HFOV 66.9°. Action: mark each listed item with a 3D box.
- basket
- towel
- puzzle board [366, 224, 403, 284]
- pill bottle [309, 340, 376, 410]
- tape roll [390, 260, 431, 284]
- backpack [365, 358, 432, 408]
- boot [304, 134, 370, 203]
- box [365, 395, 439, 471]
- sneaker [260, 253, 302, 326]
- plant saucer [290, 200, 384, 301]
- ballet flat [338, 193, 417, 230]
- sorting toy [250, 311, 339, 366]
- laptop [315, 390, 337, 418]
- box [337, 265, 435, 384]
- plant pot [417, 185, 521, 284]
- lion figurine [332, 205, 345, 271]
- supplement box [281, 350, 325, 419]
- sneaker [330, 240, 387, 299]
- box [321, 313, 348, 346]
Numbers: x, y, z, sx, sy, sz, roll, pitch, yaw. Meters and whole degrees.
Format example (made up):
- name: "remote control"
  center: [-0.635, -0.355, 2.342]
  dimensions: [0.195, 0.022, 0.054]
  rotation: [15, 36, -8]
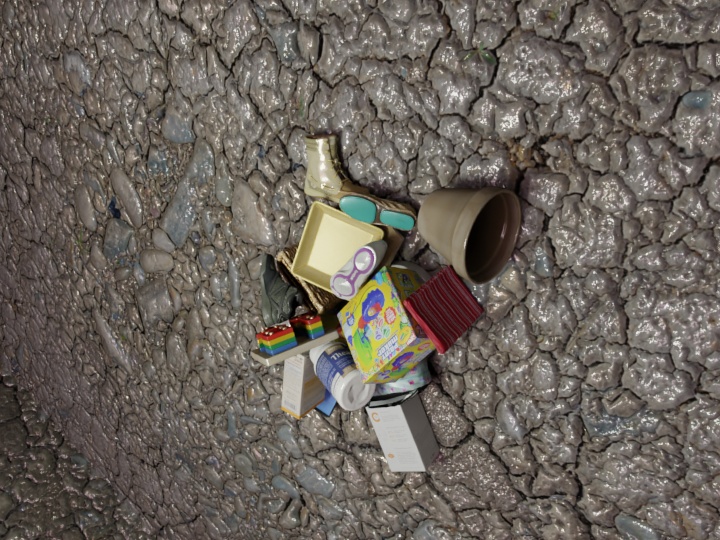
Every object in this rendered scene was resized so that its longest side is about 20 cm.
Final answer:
- name: "basket"
  center: [-0.154, 0.037, 1.507]
  dimensions: [0.202, 0.148, 0.142]
  rotation: [53, 129, 4]
- name: "towel"
  center: [0.194, 0.083, 1.244]
  dimensions: [0.146, 0.199, 0.022]
  rotation: [53, 138, 4]
- name: "puzzle board"
  center: [0.025, -0.052, 1.402]
  dimensions: [0.151, 0.017, 0.203]
  rotation: [49, 128, 30]
- name: "pill bottle"
  center: [-0.052, 0.253, 1.388]
  dimensions: [0.199, 0.108, 0.114]
  rotation: [37, 131, 51]
- name: "tape roll"
  center: [0.113, 0.077, 1.405]
  dimensions: [0.198, 0.037, 0.209]
  rotation: [14, 116, 30]
- name: "backpack"
  center: [0.087, 0.275, 1.433]
  dimensions: [0.196, 0.166, 0.130]
  rotation: [-18, 94, 32]
- name: "boot"
  center: [-0.061, -0.258, 1.373]
  dimensions: [0.196, 0.072, 0.160]
  rotation: [17, 116, 32]
- name: "box"
  center: [0.118, 0.439, 1.509]
  dimensions: [0.122, 0.097, 0.205]
  rotation: [-16, 100, 38]
- name: "sneaker"
  center: [-0.210, 0.043, 1.459]
  dimensions: [0.077, 0.111, 0.204]
  rotation: [78, -179, -61]
- name: "plant saucer"
  center: [-0.056, -0.050, 1.383]
  dimensions: [0.196, 0.048, 0.205]
  rotation: [23, 107, 7]
- name: "ballet flat"
  center: [0.045, -0.147, 1.319]
  dimensions: [0.195, 0.066, 0.072]
  rotation: [19, 124, 4]
- name: "sorting toy"
  center: [-0.182, 0.168, 1.417]
  dimensions: [0.198, 0.196, 0.072]
  rotation: [-6, 103, 67]
- name: "laptop"
  center: [-0.131, 0.302, 1.623]
  dimensions: [0.174, 0.103, 0.204]
  rotation: [27, 135, 23]
- name: "box"
  center: [0.072, 0.133, 1.300]
  dimensions: [0.200, 0.120, 0.196]
  rotation: [-46, 54, 32]
- name: "plant pot"
  center: [0.221, -0.098, 1.177]
  dimensions: [0.172, 0.197, 0.205]
  rotation: [29, 125, 41]
- name: "lion figurine"
  center: [-0.064, -0.059, 1.444]
  dimensions: [0.121, 0.072, 0.204]
  rotation: [-26, 90, 26]
- name: "supplement box"
  center: [-0.155, 0.295, 1.544]
  dimensions: [0.072, 0.125, 0.206]
  rotation: [19, 114, 29]
- name: "sneaker"
  center: [0.000, 0.000, 1.319]
  dimensions: [0.075, 0.099, 0.200]
  rotation: [49, 131, 4]
- name: "box"
  center: [-0.040, 0.173, 1.501]
  dimensions: [0.197, 0.050, 0.076]
  rotation: [10, 139, 48]
